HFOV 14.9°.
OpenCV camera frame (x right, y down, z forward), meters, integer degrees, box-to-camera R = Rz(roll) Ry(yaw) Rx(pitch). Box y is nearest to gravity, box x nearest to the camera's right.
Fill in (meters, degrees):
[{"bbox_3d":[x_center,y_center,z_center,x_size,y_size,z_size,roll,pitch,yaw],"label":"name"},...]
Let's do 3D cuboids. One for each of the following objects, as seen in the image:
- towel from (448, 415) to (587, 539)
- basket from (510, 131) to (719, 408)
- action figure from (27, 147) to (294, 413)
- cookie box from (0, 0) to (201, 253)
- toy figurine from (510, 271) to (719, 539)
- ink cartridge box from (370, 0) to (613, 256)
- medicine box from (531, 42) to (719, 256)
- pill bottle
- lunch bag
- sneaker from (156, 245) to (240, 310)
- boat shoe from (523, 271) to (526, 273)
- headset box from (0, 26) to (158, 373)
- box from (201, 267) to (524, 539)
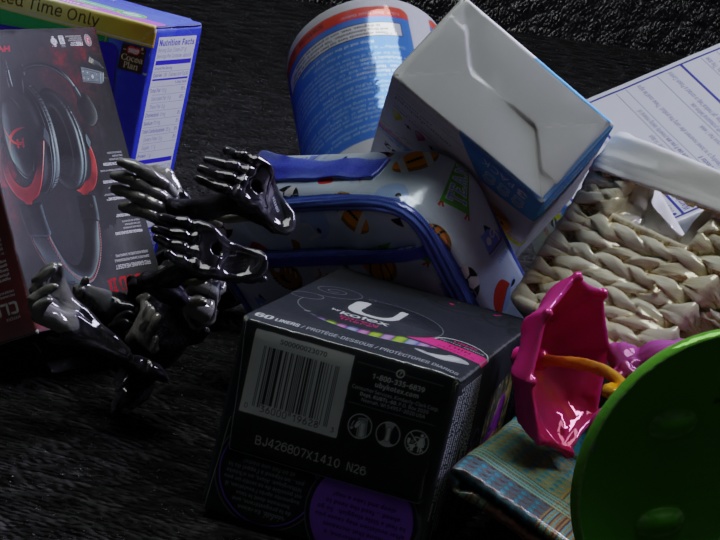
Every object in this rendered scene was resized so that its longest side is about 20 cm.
[{"bbox_3d":[0.129,0.128,1.456,0.146,0.022,0.200,34,16,11],"label":"towel"},{"bbox_3d":[0.193,0.039,1.589,0.135,0.124,0.200,27,-19,45],"label":"basket"},{"bbox_3d":[-0.114,-0.001,1.499,0.102,0.119,0.200,34,-33,-11],"label":"action figure"},{"bbox_3d":[-0.208,-0.080,1.759,0.170,0.201,0.075,15,11,17],"label":"cookie box"},{"bbox_3d":[0.160,0.063,1.401,0.199,0.151,0.184,-5,23,-21],"label":"toy figurine"},{"bbox_3d":[0.072,-0.072,1.639,0.115,0.068,0.200,41,-13,6],"label":"ink cartridge box"},{"bbox_3d":[0.225,-0.049,1.819,0.199,0.103,0.182,-24,33,-8],"label":"medicine box"},{"bbox_3d":[0.017,-0.072,1.786,0.112,0.113,0.201,8,45,-19],"label":"pill bottle"},{"bbox_3d":[0.000,0.000,1.637,0.199,0.161,0.076,-1,39,43],"label":"lunch bag"},{"bbox_3d":[-0.067,-0.013,1.837,0.199,0.071,0.078,-16,27,-9],"label":"sneaker"},{"bbox_3d":[0.083,0.028,1.911,0.199,0.070,0.066,11,8,26],"label":"boat shoe"},{"bbox_3d":[-0.198,-0.038,1.632,0.075,0.201,0.148,-16,-3,28],"label":"headset box"},{"bbox_3d":[0.009,0.073,1.473,0.122,0.107,0.200,16,11,12],"label":"box"}]
